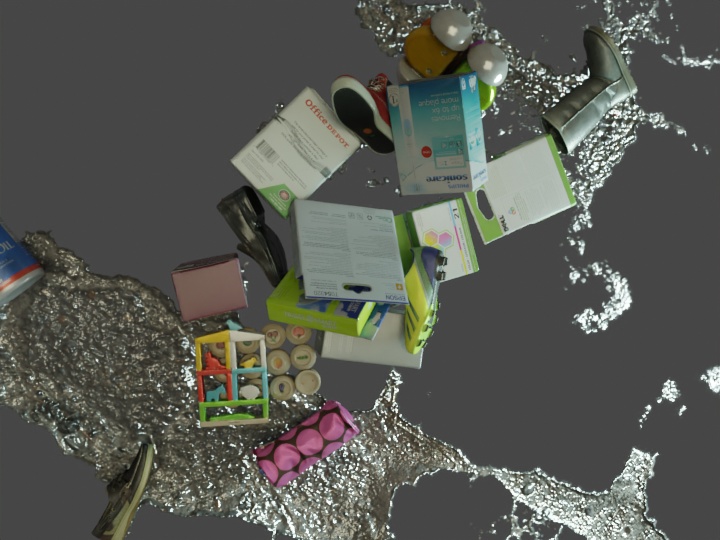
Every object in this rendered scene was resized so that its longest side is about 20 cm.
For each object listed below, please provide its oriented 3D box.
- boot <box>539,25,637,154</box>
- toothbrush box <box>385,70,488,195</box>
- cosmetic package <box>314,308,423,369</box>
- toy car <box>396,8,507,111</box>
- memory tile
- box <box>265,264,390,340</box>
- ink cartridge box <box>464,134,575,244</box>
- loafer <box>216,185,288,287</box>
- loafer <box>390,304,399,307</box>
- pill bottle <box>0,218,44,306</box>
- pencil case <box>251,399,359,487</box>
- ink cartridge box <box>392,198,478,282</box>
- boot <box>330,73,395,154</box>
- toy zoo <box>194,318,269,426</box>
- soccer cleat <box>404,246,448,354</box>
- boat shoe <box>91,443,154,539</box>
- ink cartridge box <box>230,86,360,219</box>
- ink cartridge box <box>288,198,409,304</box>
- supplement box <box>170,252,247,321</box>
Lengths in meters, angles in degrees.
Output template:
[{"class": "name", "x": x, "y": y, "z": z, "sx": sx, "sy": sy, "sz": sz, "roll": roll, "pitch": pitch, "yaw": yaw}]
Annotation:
[{"class": "boot", "x": 0.439, "y": -0.362, "z": 1.335, "sx": 0.200, "sy": 0.073, "sz": 0.182, "roll": -36, "pitch": 97, "yaw": 1}, {"class": "toothbrush box", "x": 0.139, "y": -0.244, "z": 1.197, "sx": 0.146, "sy": 0.085, "sz": 0.201, "roll": 2, "pitch": 113, "yaw": 31}, {"class": "cosmetic package", "x": 0.021, "y": 0.122, "z": 1.279, "sx": 0.199, "sy": 0.090, "sz": 0.107, "roll": 10, "pitch": 92, "yaw": -14}, {"class": "toy car", "x": 0.180, "y": -0.392, "z": 1.250, "sx": 0.200, "sy": 0.175, "sz": 0.150, "roll": 41, "pitch": 48, "yaw": -7}, {"class": "memory tile", "x": -0.183, "y": 0.178, "z": 1.271, "sx": 0.199, "sy": 0.017, "sz": 0.154, "roll": -9, "pitch": 96, "yaw": -4}, {"class": "box", "x": -0.054, "y": 0.055, "z": 1.192, "sx": 0.199, "sy": 0.122, "sz": 0.048, "roll": 10, "pitch": 128, "yaw": 18}, {"class": "ink cartridge box", "x": 0.297, "y": -0.160, "z": 1.307, "sx": 0.199, "sy": 0.076, "sz": 0.148, "roll": -24, "pitch": 98, "yaw": -3}, {"class": "loafer", "x": -0.198, "y": -0.055, "z": 1.242, "sx": 0.072, "sy": 0.073, "sz": 0.201, "roll": -23, "pitch": 95, "yaw": 14}, {"class": "loafer", "x": 0.000, "y": 0.000, "z": 1.263, "sx": 0.199, "sy": 0.075, "sz": 0.070, "roll": 31, "pitch": 59, "yaw": -6}, {"class": "pill bottle", "x": -0.650, "y": -0.042, "z": 1.132, "sx": 0.112, "sy": 0.112, "sz": 0.200, "roll": -39, "pitch": 100, "yaw": -5}, {"class": "pencil case", "x": -0.106, "y": 0.326, "z": 1.271, "sx": 0.200, "sy": 0.091, "sz": 0.094, "roll": -33, "pitch": 92, "yaw": -9}, {"class": "ink cartridge box", "x": 0.110, "y": -0.042, "z": 1.286, "sx": 0.199, "sy": 0.076, "sz": 0.149, "roll": -17, "pitch": 97, "yaw": -10}, {"class": "boot", "x": 0.010, "y": -0.320, "z": 1.197, "sx": 0.072, "sy": 0.200, "sz": 0.145, "roll": -9, "pitch": 65, "yaw": 26}, {"class": "toy zoo", "x": -0.241, "y": 0.190, "z": 1.248, "sx": 0.130, "sy": 0.020, "sz": 0.201, "roll": -3, "pitch": 95, "yaw": -4}, {"class": "soccer cleat", "x": 0.105, "y": 0.053, "z": 1.231, "sx": 0.083, "sy": 0.065, "sz": 0.201, "roll": 13, "pitch": 91, "yaw": 19}, {"class": "boat shoe", "x": -0.437, "y": 0.410, "z": 1.222, "sx": 0.065, "sy": 0.073, "sz": 0.201, "roll": 21, "pitch": 90, "yaw": -16}, {"class": "ink cartridge box", "x": -0.120, "y": -0.215, "z": 1.229, "sx": 0.200, "sy": 0.083, "sz": 0.147, "roll": -44, "pitch": 101, "yaw": -4}, {"class": "ink cartridge box", "x": -0.023, "y": -0.026, "z": 1.172, "sx": 0.195, "sy": 0.043, "sz": 0.201, "roll": 5, "pitch": 60, "yaw": -23}, {"class": "supplement box", "x": -0.260, "y": 0.024, "z": 1.161, "sx": 0.110, "sy": 0.200, "sz": 0.086, "roll": -13, "pitch": 97, "yaw": -10}]
